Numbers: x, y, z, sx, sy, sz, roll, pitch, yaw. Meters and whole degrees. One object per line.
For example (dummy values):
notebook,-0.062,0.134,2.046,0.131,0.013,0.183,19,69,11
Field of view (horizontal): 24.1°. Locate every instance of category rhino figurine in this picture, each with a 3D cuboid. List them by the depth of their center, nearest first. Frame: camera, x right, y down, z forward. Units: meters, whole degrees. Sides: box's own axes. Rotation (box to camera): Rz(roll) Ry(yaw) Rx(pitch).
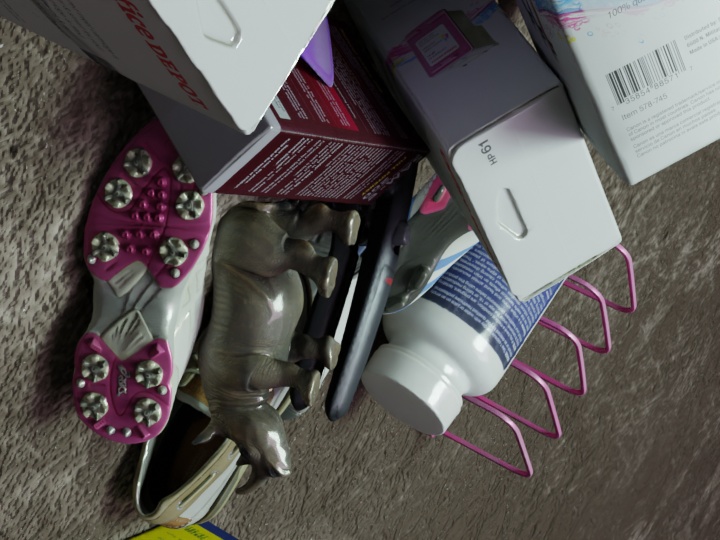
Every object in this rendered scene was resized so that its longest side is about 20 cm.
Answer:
rhino figurine,-0.060,0.049,1.047,0.060,0.086,0.202,-42,145,-64

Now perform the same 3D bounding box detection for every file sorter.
file sorter,0.144,0.060,1.493,0.201,0.125,0.139,-55,153,-18

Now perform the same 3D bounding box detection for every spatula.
spatula,-0.033,-0.161,0.903,0.200,0.020,0.057,79,6,-72

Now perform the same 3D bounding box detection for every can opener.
can opener,0.000,0.000,1.114,0.078,0.063,0.202,30,70,-55

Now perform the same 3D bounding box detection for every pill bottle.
pill bottle,0.087,0.030,1.376,0.201,0.110,0.111,-54,152,-20

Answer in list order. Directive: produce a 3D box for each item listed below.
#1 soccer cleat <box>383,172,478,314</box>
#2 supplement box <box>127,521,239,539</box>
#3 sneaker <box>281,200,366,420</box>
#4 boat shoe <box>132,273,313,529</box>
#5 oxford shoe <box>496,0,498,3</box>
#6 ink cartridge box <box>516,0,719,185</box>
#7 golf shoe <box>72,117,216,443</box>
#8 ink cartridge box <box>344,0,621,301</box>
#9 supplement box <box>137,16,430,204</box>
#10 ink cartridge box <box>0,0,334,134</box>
soccer cleat,0.069,-0.048,1.263,0.199,0.070,0.086,-40,-169,11
supplement box,-0.146,0.259,1.144,0.199,0.108,0.111,-14,125,-57
sneaker,-0.029,0.008,1.209,0.202,0.074,0.087,-64,174,2
boat shoe,-0.092,0.083,1.130,0.068,0.074,0.202,0,113,-68
oxford shoe,0.063,-0.172,1.214,0.071,0.071,0.202,-28,128,-35
ink cartridge box,0.159,-0.187,0.965,0.144,0.145,0.201,-26,121,2
golf shoe,-0.125,-0.001,1.018,0.092,0.074,0.202,-56,162,-73
ink cartridge box,0.078,-0.100,1.100,0.084,0.201,0.145,-29,133,2
supplement box,-0.047,-0.101,1.000,0.061,0.109,0.199,-39,162,23
ink cartridge box,-0.124,-0.156,0.712,0.084,0.199,0.145,-57,153,-12
